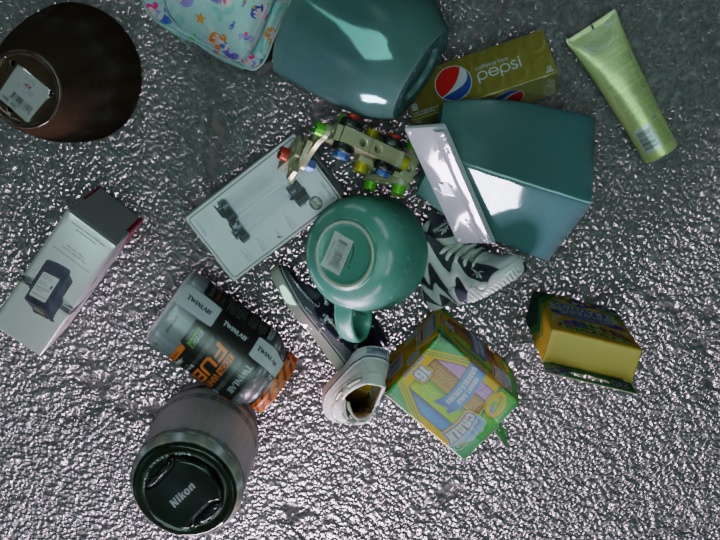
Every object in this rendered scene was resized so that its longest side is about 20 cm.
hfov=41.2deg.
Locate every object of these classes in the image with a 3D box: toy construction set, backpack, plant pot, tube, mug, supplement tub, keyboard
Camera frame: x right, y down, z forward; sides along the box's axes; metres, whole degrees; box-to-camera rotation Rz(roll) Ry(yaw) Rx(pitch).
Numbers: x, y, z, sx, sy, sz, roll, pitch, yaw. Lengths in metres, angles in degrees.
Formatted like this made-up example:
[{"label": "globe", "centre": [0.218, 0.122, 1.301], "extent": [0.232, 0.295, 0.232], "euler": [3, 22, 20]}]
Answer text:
[{"label": "toy construction set", "centre": [-0.007, -0.151, 1.251], "extent": [0.197, 0.131, 0.094], "euler": [5, 92, -23]}, {"label": "backpack", "centre": [-0.181, -0.367, 1.221], "extent": [0.198, 0.151, 0.179], "euler": [29, 107, -1]}, {"label": "plant pot", "centre": [0.012, -0.285, 1.184], "extent": [0.160, 0.200, 0.202], "euler": [35, 106, 8]}, {"label": "plant pot", "centre": [-0.397, -0.243, 1.233], "extent": [0.184, 0.200, 0.190], "euler": [1, 107, 2]}, {"label": "plant pot", "centre": [0.181, -0.130, 1.238], "extent": [0.197, 0.143, 0.142], "euler": [15, 148, -7]}, {"label": "tube", "centre": [0.357, -0.243, 1.285], "extent": [0.052, 0.058, 0.201], "euler": [-20, 106, 52]}, {"label": "mug", "centre": [0.007, -0.008, 1.280], "extent": [0.150, 0.114, 0.188], "euler": [-22, 83, 24]}, {"label": "supplement tub", "centre": [-0.195, 0.106, 1.370], "extent": [0.199, 0.123, 0.123], "euler": [37, 105, -8]}, {"label": "keyboard", "centre": [0.113, -0.104, 1.193], "extent": [0.056, 0.011, 0.201], "euler": [7, 142, 36]}]

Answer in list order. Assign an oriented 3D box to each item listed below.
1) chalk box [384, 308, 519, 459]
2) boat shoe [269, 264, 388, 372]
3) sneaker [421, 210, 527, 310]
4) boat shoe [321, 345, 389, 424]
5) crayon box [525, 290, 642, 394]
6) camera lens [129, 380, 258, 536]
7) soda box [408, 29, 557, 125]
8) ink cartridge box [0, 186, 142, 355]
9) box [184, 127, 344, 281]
[{"label": "chalk box", "centre": [0.146, 0.172, 1.375], "extent": [0.199, 0.125, 0.124], "euler": [39, 105, -10]}, {"label": "boat shoe", "centre": [-0.041, 0.053, 1.381], "extent": [0.092, 0.075, 0.201], "euler": [-35, 110, 5]}, {"label": "sneaker", "centre": [0.135, -0.026, 1.303], "extent": [0.079, 0.199, 0.131], "euler": [-25, 93, -26]}, {"label": "boat shoe", "centre": [-0.007, 0.184, 1.364], "extent": [0.070, 0.071, 0.201], "euler": [12, 144, -17]}, {"label": "crayon box", "centre": [0.303, 0.093, 1.304], "extent": [0.124, 0.200, 0.052], "euler": [13, 107, -2]}, {"label": "camera lens", "centre": [-0.233, 0.266, 1.374], "extent": [0.157, 0.200, 0.163], "euler": [1, 110, 3]}, {"label": "soda box", "centre": [0.158, -0.245, 1.268], "extent": [0.197, 0.064, 0.069], "euler": [-17, 71, 7]}, {"label": "ink cartridge box", "centre": [-0.405, -0.001, 1.334], "extent": [0.084, 0.145, 0.201], "euler": [36, 105, -9]}, {"label": "box", "centre": [-0.133, -0.092, 1.340], "extent": [0.199, 0.060, 0.117], "euler": [-37, 102, 12]}]
